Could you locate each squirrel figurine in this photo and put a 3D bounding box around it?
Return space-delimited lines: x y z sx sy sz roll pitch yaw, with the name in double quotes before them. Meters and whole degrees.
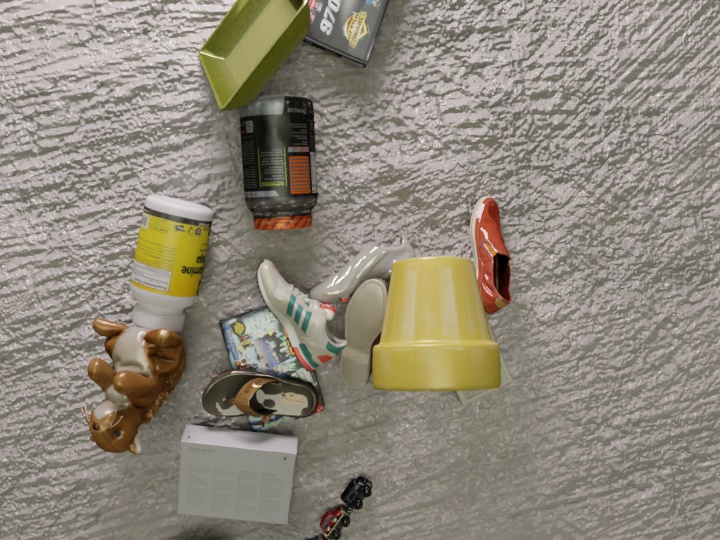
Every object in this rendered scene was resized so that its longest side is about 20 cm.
"squirrel figurine" -0.354 0.194 1.084 0.137 0.200 0.192 8 74 10

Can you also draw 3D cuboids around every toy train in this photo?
"toy train" -0.049 0.453 1.221 0.045 0.034 0.202 35 93 -4

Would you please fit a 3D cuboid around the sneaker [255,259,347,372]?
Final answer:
"sneaker" -0.091 0.060 1.105 0.092 0.070 0.203 -25 102 9

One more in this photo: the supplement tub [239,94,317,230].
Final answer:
"supplement tub" -0.129 -0.171 1.092 0.119 0.123 0.206 -2 97 -3

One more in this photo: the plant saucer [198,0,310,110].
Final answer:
"plant saucer" -0.156 -0.353 1.038 0.047 0.201 0.200 28 113 -41

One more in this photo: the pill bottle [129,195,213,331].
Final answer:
"pill bottle" -0.310 -0.011 1.105 0.109 0.112 0.206 13 97 -5

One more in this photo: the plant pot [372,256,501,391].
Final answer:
"plant pot" 0.112 0.083 1.043 0.195 0.201 0.195 -2 83 -4

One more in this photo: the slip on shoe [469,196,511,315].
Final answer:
"slip on shoe" 0.223 -0.028 1.135 0.073 0.060 0.206 19 65 -39

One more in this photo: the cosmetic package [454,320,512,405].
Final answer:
"cosmetic package" 0.174 0.113 1.173 0.101 0.073 0.204 -24 98 0

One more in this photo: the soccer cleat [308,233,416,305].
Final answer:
"soccer cleat" 0.000 0.000 1.154 0.195 0.069 0.080 -19 93 -8

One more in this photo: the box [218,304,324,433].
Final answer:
"box" -0.151 0.162 1.174 0.133 0.040 0.205 -17 98 -3

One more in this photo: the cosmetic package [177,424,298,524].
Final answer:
"cosmetic package" -0.211 0.352 1.172 0.194 0.052 0.155 8 114 -5

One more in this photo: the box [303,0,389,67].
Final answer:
"box" -0.028 -0.456 1.100 0.155 0.046 0.205 21 96 -6

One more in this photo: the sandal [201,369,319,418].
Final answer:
"sandal" -0.165 0.215 1.132 0.194 0.055 0.084 9 97 -5

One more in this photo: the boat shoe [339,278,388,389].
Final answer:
"boat shoe" 0.013 0.100 1.141 0.070 0.059 0.205 21 116 20
